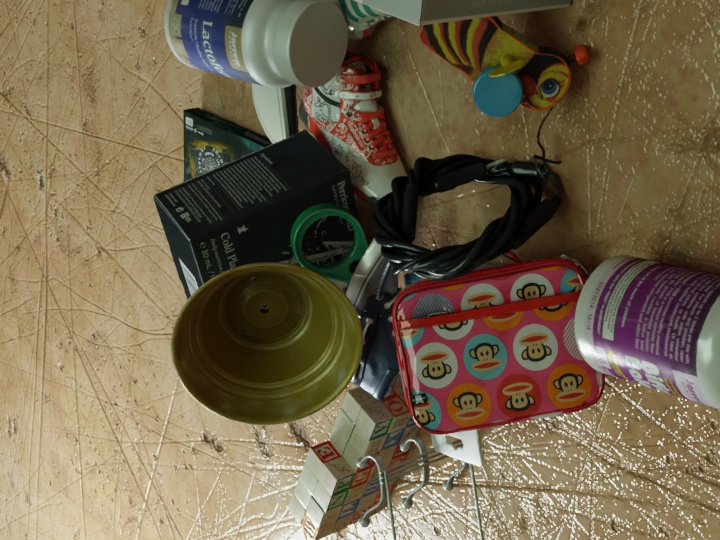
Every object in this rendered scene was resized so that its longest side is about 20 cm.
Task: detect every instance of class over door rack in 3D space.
[{"bbox_3d":[0.076,0.285,1.376,0.066,0.147,0.201,-18,87,50],"label":"over door rack"}]

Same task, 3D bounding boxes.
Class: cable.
[{"bbox_3d":[0.091,-0.060,1.202,0.163,0.200,0.051,26,140,33],"label":"cable"}]

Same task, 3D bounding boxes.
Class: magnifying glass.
[{"bbox_3d":[0.000,0.000,1.372,0.080,0.200,0.022,-45,33,5],"label":"magnifying glass"}]

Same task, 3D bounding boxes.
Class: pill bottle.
[{"bbox_3d":[0.292,0.056,1.056,0.199,0.112,0.113,15,114,49],"label":"pill bottle"},{"bbox_3d":[-0.116,-0.268,1.375,0.199,0.115,0.117,20,117,39],"label":"pill bottle"}]

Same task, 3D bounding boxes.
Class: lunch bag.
[{"bbox_3d":[0.133,0.060,1.206,0.082,0.199,0.177,-24,-77,-84],"label":"lunch bag"}]

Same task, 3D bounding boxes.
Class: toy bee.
[{"bbox_3d":[0.155,-0.193,1.166,0.109,0.200,0.131,-41,34,19],"label":"toy bee"}]

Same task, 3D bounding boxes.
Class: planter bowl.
[{"bbox_3d":[-0.100,0.060,1.309,0.084,0.199,0.202,-102,19,-60],"label":"planter bowl"}]

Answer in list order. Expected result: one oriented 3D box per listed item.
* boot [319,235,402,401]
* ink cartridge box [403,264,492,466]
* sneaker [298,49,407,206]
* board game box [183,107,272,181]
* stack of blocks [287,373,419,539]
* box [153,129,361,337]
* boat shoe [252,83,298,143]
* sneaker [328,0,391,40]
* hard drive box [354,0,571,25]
[{"bbox_3d":[0.029,0.044,1.332,0.090,0.073,0.201,30,122,11],"label":"boot"},{"bbox_3d":[0.114,0.097,1.314,0.116,0.066,0.201,6,107,66],"label":"ink cartridge box"},{"bbox_3d":[0.003,-0.166,1.384,0.202,0.067,0.108,53,140,30],"label":"sneaker"},{"bbox_3d":[-0.174,-0.128,1.652,0.200,0.028,0.136,28,123,43],"label":"board game box"},{"bbox_3d":[-0.004,0.227,1.487,0.059,0.115,0.201,47,134,31],"label":"stack of blocks"},{"bbox_3d":[-0.105,-0.021,1.408,0.124,0.196,0.201,44,154,49],"label":"box"},{"bbox_3d":[-0.101,-0.251,1.491,0.075,0.062,0.201,-20,84,54],"label":"boat shoe"},{"bbox_3d":[0.018,-0.294,1.336,0.199,0.070,0.094,26,139,42],"label":"sneaker"},{"bbox_3d":[0.079,-0.291,1.136,0.156,0.199,0.077,32,125,42],"label":"hard drive box"}]
